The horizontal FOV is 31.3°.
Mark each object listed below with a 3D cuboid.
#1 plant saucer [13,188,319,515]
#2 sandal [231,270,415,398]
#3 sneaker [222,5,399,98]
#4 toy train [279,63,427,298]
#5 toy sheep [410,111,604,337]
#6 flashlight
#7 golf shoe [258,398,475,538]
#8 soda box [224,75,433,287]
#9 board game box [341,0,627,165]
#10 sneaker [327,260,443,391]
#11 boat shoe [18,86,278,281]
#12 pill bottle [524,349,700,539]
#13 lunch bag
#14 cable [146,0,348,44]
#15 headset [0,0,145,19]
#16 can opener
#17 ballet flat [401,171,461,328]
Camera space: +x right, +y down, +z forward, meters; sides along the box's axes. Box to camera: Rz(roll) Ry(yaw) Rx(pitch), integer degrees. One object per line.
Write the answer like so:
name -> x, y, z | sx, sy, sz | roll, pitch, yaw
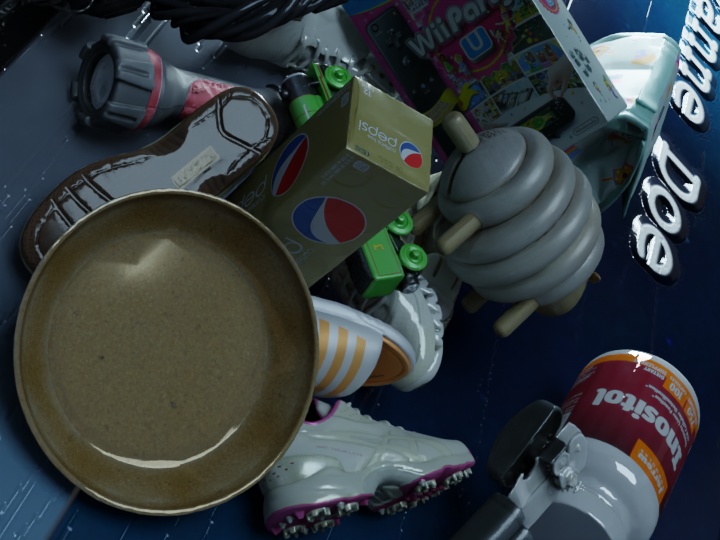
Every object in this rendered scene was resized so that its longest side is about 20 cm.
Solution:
plant saucer -> -0.122, 0.051, 0.810 | 0.198, 0.035, 0.202 | 1, 87, -27
sandal -> -0.059, 0.052, 0.892 | 0.205, 0.079, 0.060 | 24, 48, -21
sneaker -> -0.023, -0.177, 1.073 | 0.199, 0.074, 0.116 | -20, 77, -50
toy train -> -0.009, -0.069, 0.947 | 0.056, 0.042, 0.201 | -9, 63, -29
toy sheep -> 0.115, -0.039, 0.983 | 0.200, 0.137, 0.139 | 53, 36, -35
flashlight -> -0.113, -0.121, 0.952 | 0.199, 0.068, 0.068 | 10, 72, -42
golf shoe -> 0.005, 0.127, 0.910 | 0.199, 0.075, 0.092 | 0, 59, -48
soda box -> -0.038, -0.042, 0.872 | 0.067, 0.200, 0.064 | 26, 49, -26
board game box -> 0.100, -0.176, 1.046 | 0.201, 0.147, 0.064 | 57, 34, -2
sneaker -> 0.000, 0.000, 0.978 | 0.081, 0.075, 0.201 | 11, 51, -52
boat shoe -> -0.143, -0.047, 0.873 | 0.202, 0.075, 0.075 | -33, 90, -27
pill bottle -> 0.200, 0.161, 1.049 | 0.113, 0.113, 0.200 | 51, 41, -7
lunch bag -> 0.201, -0.117, 1.160 | 0.122, 0.199, 0.171 | 48, 40, -11
cable -> -0.104, -0.241, 1.003 | 0.163, 0.051, 0.200 | -39, 58, -20
headset -> -0.199, -0.226, 0.889 | 0.201, 0.093, 0.124 | -87, 159, -56
can opener -> 0.094, 0.183, 0.930 | 0.200, 0.066, 0.053 | -46, 134, -22
ballet flat -> 0.058, -0.012, 1.056 | 0.067, 0.062, 0.201 | 33, 46, -25
